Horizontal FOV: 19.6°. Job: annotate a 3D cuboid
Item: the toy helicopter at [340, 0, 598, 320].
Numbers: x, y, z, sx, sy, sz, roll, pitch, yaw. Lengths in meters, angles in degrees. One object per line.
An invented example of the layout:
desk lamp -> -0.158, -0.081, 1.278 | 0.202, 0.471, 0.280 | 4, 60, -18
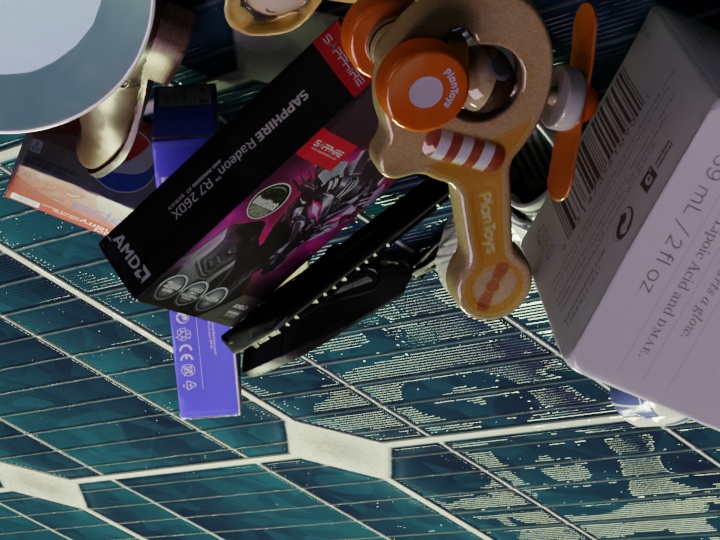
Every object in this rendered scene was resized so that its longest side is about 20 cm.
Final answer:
toy helicopter -> 0.071, -0.063, 1.108 | 0.132, 0.079, 0.200 | -15, 124, -11

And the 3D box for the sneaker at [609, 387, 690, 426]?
sneaker -> 0.222, 0.028, 1.407 | 0.115, 0.081, 0.199 | 30, 146, -20

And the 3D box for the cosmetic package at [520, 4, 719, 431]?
cosmetic package -> 0.219, -0.012, 1.127 | 0.200, 0.165, 0.165 | 22, -160, -13

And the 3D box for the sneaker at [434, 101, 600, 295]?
sneaker -> 0.111, -0.052, 1.321 | 0.072, 0.073, 0.200 | 34, 139, -9

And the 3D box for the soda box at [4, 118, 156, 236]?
soda box -> -0.141, -0.054, 1.456 | 0.200, 0.070, 0.063 | 22, 155, -12

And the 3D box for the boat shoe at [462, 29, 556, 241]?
boat shoe -> 0.102, -0.053, 1.226 | 0.073, 0.067, 0.200 | -16, 121, 28

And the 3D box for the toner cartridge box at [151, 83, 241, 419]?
toner cartridge box -> -0.106, -0.013, 1.367 | 0.043, 0.095, 0.200 | -4, 116, -1

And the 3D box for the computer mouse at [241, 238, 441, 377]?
computer mouse -> -0.025, 0.019, 1.457 | 0.140, 0.200, 0.046 | -22, 96, 55

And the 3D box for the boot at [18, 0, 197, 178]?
boot -> -0.222, -0.148, 1.315 | 0.200, 0.064, 0.186 | 20, 143, -15

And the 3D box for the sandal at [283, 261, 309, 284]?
sandal -> -0.099, 0.029, 1.607 | 0.077, 0.070, 0.212 | 22, 155, -12

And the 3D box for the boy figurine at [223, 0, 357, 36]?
boy figurine -> -0.004, -0.177, 1.117 | 0.200, 0.065, 0.124 | -10, 147, 40

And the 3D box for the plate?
plate -> -0.218, -0.172, 1.225 | 0.200, 0.026, 0.201 | 1, 123, 2

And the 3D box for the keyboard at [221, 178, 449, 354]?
keyboard -> 0.000, 0.000, 1.344 | 0.040, 0.200, 0.104 | 58, 149, -8

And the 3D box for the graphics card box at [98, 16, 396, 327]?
graphics card box -> -0.046, -0.053, 1.237 | 0.200, 0.051, 0.125 | -41, 158, 13
